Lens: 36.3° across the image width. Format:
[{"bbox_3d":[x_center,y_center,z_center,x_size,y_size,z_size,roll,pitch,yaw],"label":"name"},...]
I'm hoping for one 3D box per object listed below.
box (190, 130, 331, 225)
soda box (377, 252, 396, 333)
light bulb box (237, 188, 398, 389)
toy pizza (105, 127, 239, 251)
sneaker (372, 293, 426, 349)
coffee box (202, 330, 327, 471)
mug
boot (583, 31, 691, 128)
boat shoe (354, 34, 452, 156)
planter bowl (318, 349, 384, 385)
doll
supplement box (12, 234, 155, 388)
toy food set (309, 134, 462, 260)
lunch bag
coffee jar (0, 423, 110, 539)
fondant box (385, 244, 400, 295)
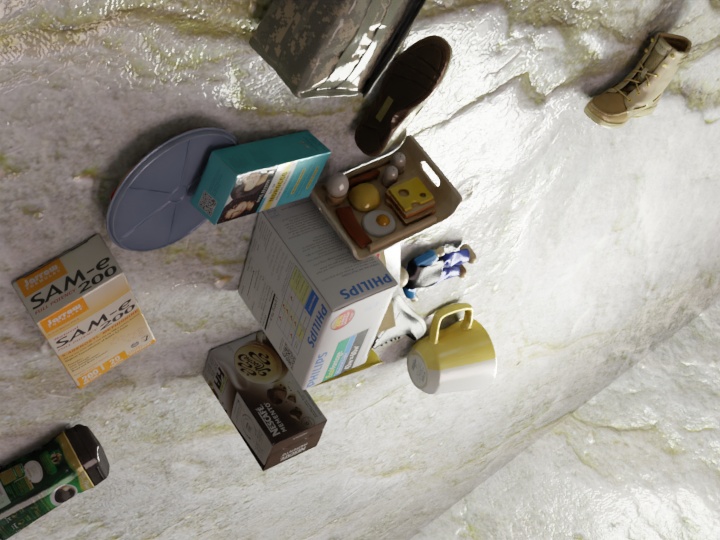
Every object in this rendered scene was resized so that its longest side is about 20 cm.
[{"bbox_3d":[-0.125,-0.123,1.420,0.199,0.049,0.083,-23,149,-53],"label":"box"},{"bbox_3d":[0.000,0.000,1.699,0.067,0.064,0.202,-20,116,-21],"label":"soda box"},{"bbox_3d":[-0.068,0.027,1.615,0.124,0.201,0.199,-20,150,-31],"label":"light bulb box"},{"bbox_3d":[-0.235,-0.105,1.370,0.199,0.032,0.201,-36,157,-18],"label":"toy pizza"},{"bbox_3d":[0.047,0.106,2.011,0.107,0.074,0.200,-59,146,-10],"label":"sneaker"},{"bbox_3d":[-0.158,0.210,1.797,0.112,0.201,0.080,-19,149,-33],"label":"coffee box"},{"bbox_3d":[0.176,0.171,2.291,0.152,0.189,0.149,-12,178,-27],"label":"mug"},{"bbox_3d":[0.480,-0.330,1.894,0.199,0.073,0.156,-19,149,-39],"label":"boot"},{"bbox_3d":[0.066,-0.245,1.513,0.200,0.072,0.076,-47,168,34],"label":"boat shoe"},{"bbox_3d":[-0.063,0.153,1.928,0.198,0.084,0.200,-18,176,-1],"label":"planter bowl"},{"bbox_3d":[0.123,0.004,2.003,0.199,0.049,0.137,-12,143,-45],"label":"doll"},{"bbox_3d":[-0.355,0.058,1.435,0.125,0.074,0.201,-32,154,-14],"label":"supplement box"},{"bbox_3d":[0.031,-0.112,1.581,0.199,0.144,0.061,-25,152,-24],"label":"toy food set"},{"bbox_3d":[-0.004,-0.292,1.275,0.199,0.118,0.165,-13,146,-52],"label":"lunch bag"},{"bbox_3d":[-0.485,0.320,1.683,0.199,0.086,0.105,-29,150,-16],"label":"coffee jar"},{"bbox_3d":[-0.005,0.006,1.828,0.143,0.058,0.201,-31,153,-15],"label":"fondant box"}]
